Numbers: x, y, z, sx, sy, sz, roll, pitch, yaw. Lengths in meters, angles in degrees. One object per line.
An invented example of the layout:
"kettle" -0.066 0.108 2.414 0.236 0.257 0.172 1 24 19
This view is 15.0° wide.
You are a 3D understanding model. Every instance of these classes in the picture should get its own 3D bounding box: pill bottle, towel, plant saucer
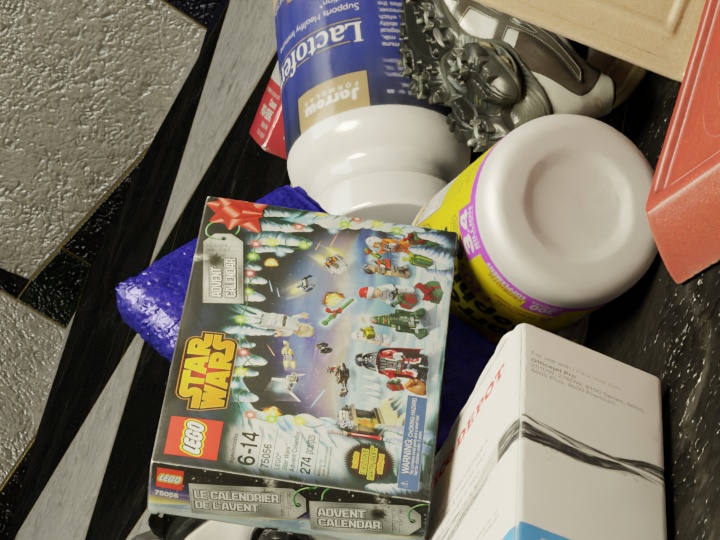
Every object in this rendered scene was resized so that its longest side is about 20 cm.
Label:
"pill bottle" 0.086 -0.012 1.515 0.200 0.104 0.104 139 151 -69
"pill bottle" 0.009 -0.100 1.702 0.116 0.115 0.200 125 146 -51
"towel" -0.014 0.037 1.461 0.148 0.200 0.050 -31 -33 -42
"plant saucer" 0.201 -0.111 1.325 0.200 0.037 0.200 139 150 -68

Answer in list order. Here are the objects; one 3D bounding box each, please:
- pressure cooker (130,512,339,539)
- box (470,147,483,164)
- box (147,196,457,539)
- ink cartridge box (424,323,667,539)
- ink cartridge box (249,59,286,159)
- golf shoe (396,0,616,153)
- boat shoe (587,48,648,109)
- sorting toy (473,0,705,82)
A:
"pressure cooker" -0.023 0.144 1.507 0.176 0.179 0.200 -41 19 34
"box" 0.089 -0.067 1.767 0.198 0.050 0.200 142 149 -68
"box" -0.026 0.048 1.384 0.200 0.137 0.040 -83 0 -48
"ink cartridge box" 0.078 0.145 1.293 0.200 0.084 0.145 -83 18 -54
"ink cartridge box" 0.025 -0.159 1.993 0.083 0.146 0.200 -128 60 -77
"golf shoe" 0.081 -0.127 1.596 0.200 0.094 0.078 -121 28 -52
"boat shoe" 0.102 -0.155 1.657 0.071 0.064 0.200 -52 38 3
"sorting toy" 0.130 -0.216 1.476 0.036 0.200 0.186 40 -108 -85
